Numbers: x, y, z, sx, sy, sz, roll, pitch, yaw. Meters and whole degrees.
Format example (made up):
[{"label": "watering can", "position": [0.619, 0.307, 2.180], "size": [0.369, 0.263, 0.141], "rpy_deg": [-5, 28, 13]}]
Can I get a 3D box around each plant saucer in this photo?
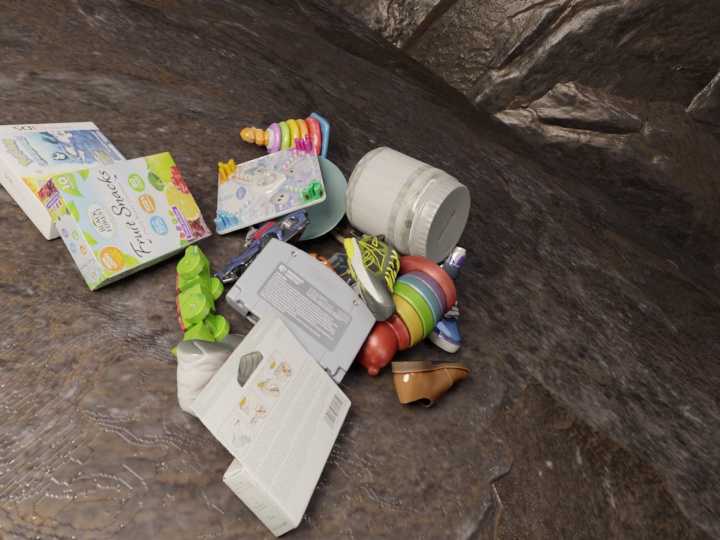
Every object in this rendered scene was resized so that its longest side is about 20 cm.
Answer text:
[{"label": "plant saucer", "position": [-0.119, -0.135, 1.028], "size": [0.194, 0.039, 0.207], "rpy_deg": [1, 61, -2]}]

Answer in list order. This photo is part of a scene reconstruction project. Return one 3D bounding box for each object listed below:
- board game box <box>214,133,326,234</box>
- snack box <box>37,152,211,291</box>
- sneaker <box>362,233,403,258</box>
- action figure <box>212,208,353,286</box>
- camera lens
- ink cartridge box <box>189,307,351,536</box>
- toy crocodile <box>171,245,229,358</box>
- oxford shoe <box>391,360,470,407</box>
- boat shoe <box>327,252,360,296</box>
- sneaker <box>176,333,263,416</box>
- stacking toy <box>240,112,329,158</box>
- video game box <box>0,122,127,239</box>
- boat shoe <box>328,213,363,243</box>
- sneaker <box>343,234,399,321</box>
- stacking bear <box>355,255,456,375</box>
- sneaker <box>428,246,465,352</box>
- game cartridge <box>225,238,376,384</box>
[{"label": "board game box", "position": [-0.168, -0.163, 0.968], "size": [0.194, 0.026, 0.203], "rpy_deg": [-18, 42, 2]}, {"label": "snack box", "position": [-0.321, -0.077, 0.761], "size": [0.145, 0.052, 0.199], "rpy_deg": [61, 33, -5]}, {"label": "sneaker", "position": [0.083, -0.050, 1.080], "size": [0.197, 0.087, 0.078], "rpy_deg": [0, 82, -49]}, {"label": "action figure", "position": [-0.135, 0.002, 0.871], "size": [0.198, 0.106, 0.193], "rpy_deg": [-34, 61, -27]}, {"label": "camera lens", "position": [0.080, -0.120, 0.976], "size": [0.197, 0.164, 0.158], "rpy_deg": [30, 27, 31]}, {"label": "ink cartridge box", "position": [-0.104, 0.169, 0.641], "size": [0.175, 0.043, 0.201], "rpy_deg": [50, 30, -10]}, {"label": "toy crocodile", "position": [-0.226, 0.041, 0.739], "size": [0.068, 0.060, 0.203], "rpy_deg": [62, 5, -47]}, {"label": "oxford shoe", "position": [0.115, 0.181, 0.871], "size": [0.197, 0.070, 0.074], "rpy_deg": [8, 77, -48]}, {"label": "boat shoe", "position": [0.000, 0.000, 0.981], "size": [0.091, 0.072, 0.199], "rpy_deg": [44, 34, 13]}, {"label": "sneaker", "position": [-0.162, 0.127, 0.678], "size": [0.069, 0.083, 0.199], "rpy_deg": [10, 2, 24]}, {"label": "stacking toy", "position": [-0.172, -0.292, 1.201], "size": [0.195, 0.113, 0.116], "rpy_deg": [-3, 30, -28]}, {"label": "video game box", "position": [-0.432, -0.144, 0.806], "size": [0.200, 0.047, 0.181], "rpy_deg": [43, 35, 14]}, {"label": "boat shoe", "position": [-0.035, -0.105, 1.095], "size": [0.197, 0.065, 0.072], "rpy_deg": [32, 30, -4]}, {"label": "sneaker", "position": [0.028, -0.003, 0.849], "size": [0.082, 0.076, 0.202], "rpy_deg": [-20, 38, -3]}, {"label": "stacking bear", "position": [0.060, 0.080, 0.875], "size": [0.199, 0.112, 0.124], "rpy_deg": [-41, 110, -33]}, {"label": "sneaker", "position": [0.157, 0.031, 1.006], "size": [0.079, 0.148, 0.202], "rpy_deg": [12, 35, -43]}, {"label": "game cartridge", "position": [-0.078, 0.052, 0.776], "size": [0.198, 0.041, 0.134], "rpy_deg": [38, 59, -3]}]
